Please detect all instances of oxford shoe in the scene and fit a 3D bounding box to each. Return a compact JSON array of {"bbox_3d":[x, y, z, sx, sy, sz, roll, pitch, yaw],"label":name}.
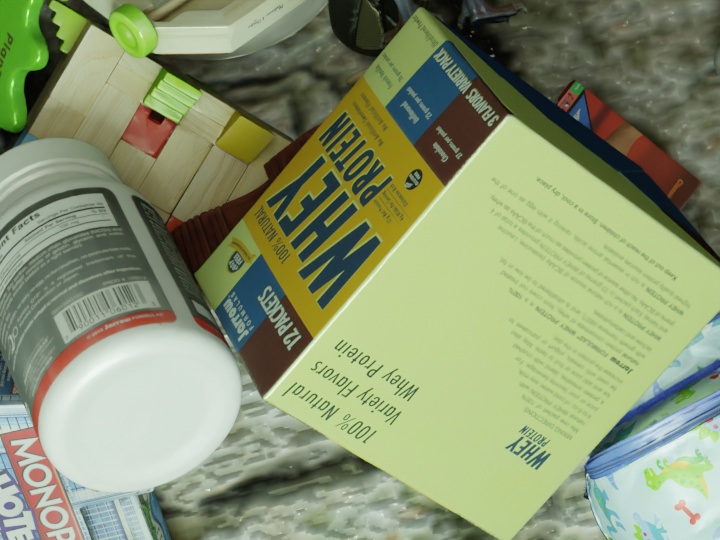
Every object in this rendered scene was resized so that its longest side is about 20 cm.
[{"bbox_3d":[-0.061,-0.003,1.565,0.200,0.070,0.075,-34,125,15],"label":"oxford shoe"}]

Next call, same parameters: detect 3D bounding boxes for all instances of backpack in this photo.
[{"bbox_3d":[0.210,0.094,1.536,0.183,0.200,0.147,-29,86,2],"label":"backpack"}]

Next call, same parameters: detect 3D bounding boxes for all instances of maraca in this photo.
[{"bbox_3d":[-0.246,-0.160,1.598,0.200,0.107,0.137,47,129,38],"label":"maraca"}]

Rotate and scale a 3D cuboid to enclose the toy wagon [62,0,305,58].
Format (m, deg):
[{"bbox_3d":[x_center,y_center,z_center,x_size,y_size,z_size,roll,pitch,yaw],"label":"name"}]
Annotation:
[{"bbox_3d":[-0.122,-0.207,1.597,0.155,0.040,0.200,-37,58,-26],"label":"toy wagon"}]

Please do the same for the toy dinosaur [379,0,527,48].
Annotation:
[{"bbox_3d":[0.039,-0.227,1.531,0.105,0.200,0.182,-13,82,-5],"label":"toy dinosaur"}]

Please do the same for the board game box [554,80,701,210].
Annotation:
[{"bbox_3d":[0.110,-0.007,1.619,0.103,0.019,0.200,38,83,-7],"label":"board game box"}]

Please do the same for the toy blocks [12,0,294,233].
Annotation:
[{"bbox_3d":[-0.136,-0.057,1.613,0.200,0.100,0.137,31,95,-15],"label":"toy blocks"}]

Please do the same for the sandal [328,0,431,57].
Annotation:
[{"bbox_3d":[0.041,-0.228,1.638,0.080,0.057,0.201,33,106,15],"label":"sandal"}]

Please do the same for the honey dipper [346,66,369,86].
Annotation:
[{"bbox_3d":[0.046,-0.034,1.635,0.038,0.038,0.200,-23,88,1],"label":"honey dipper"}]

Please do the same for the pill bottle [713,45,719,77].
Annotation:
[{"bbox_3d":[0.312,-0.174,1.588,0.116,0.116,0.200,34,88,4],"label":"pill bottle"}]

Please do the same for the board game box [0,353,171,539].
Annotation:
[{"bbox_3d":[-0.183,0.126,1.569,0.200,0.062,0.200,-13,120,8],"label":"board game box"}]

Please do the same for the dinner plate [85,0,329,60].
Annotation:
[{"bbox_3d":[-0.097,-0.232,1.658,0.200,0.024,0.200,0,87,2],"label":"dinner plate"}]

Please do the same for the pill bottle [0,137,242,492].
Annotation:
[{"bbox_3d":[-0.150,0.020,1.484,0.116,0.116,0.200,-32,45,1],"label":"pill bottle"}]

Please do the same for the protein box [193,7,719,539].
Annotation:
[{"bbox_3d":[0.057,0.004,1.461,0.198,0.135,0.200,33,104,-34],"label":"protein box"}]
